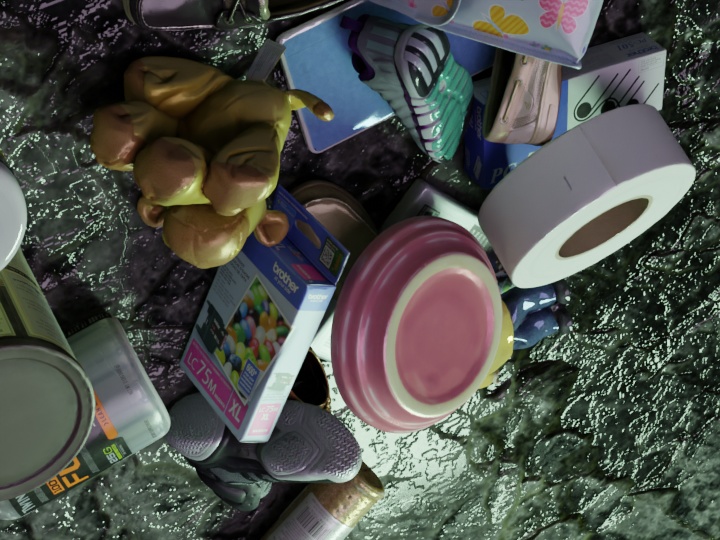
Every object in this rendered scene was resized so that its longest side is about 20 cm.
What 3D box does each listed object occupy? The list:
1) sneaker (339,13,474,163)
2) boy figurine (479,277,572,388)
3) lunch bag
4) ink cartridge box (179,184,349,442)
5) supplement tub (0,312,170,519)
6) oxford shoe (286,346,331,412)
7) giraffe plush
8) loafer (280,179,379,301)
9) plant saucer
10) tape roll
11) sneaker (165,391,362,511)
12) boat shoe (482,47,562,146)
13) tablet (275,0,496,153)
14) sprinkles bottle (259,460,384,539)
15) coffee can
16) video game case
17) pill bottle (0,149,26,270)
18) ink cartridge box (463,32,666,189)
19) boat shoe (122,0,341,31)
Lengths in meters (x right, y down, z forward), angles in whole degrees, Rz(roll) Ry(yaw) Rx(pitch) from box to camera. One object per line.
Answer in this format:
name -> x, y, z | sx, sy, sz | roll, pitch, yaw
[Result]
sneaker -> 0.042, -0.165, 1.404 | 0.075, 0.087, 0.200 | -60, 158, -15
boy figurine -> 0.114, 0.068, 1.593 | 0.198, 0.064, 0.125 | -23, 128, -14
lunch bag -> 0.109, -0.273, 1.305 | 0.198, 0.127, 0.171 | 18, 111, 1
ink cartridge box -> -0.089, 0.037, 1.439 | 0.042, 0.119, 0.201 | 4, 120, -43
supplement tub -> -0.274, 0.133, 1.398 | 0.199, 0.123, 0.123 | -30, 133, -9
oxford shoe -> -0.056, 0.126, 1.549 | 0.071, 0.071, 0.201 | -47, 146, -19
giraffe plush -> -0.125, -0.077, 1.335 | 0.200, 0.172, 0.163 | -42, 156, -43
loafer -> 0.000, 0.000, 1.484 | 0.076, 0.068, 0.200 | -39, 119, 2
plant saucer -> 0.061, 0.054, 1.467 | 0.199, 0.051, 0.203 | -14, 112, -40
tape roll -> 0.210, -0.067, 1.507 | 0.201, 0.071, 0.203 | -26, 162, -9
sneaker -> -0.083, 0.178, 1.528 | 0.114, 0.198, 0.076 | 71, 35, -50
boat shoe -> 0.143, -0.210, 1.416 | 0.064, 0.072, 0.202 | 1, 106, -15
tablet -> 0.027, -0.193, 1.415 | 0.199, 0.014, 0.131 | -27, 133, -10
sprinkles bottle -> -0.062, 0.279, 1.670 | 0.200, 0.068, 0.068 | -48, 133, 8
coffee can -> -0.307, 0.062, 1.272 | 0.145, 0.200, 0.148 | -15, 129, -20
video game case -> 0.059, 0.025, 1.589 | 0.181, 0.023, 0.201 | 27, 106, -40
pill bottle -> -0.318, -0.080, 1.161 | 0.111, 0.200, 0.113 | -16, 130, -20
ink cartridge box -> 0.192, -0.151, 1.524 | 0.198, 0.044, 0.095 | -18, 128, -19
boat shoe -> -0.087, -0.228, 1.283 | 0.199, 0.066, 0.072 | -17, 130, -20
